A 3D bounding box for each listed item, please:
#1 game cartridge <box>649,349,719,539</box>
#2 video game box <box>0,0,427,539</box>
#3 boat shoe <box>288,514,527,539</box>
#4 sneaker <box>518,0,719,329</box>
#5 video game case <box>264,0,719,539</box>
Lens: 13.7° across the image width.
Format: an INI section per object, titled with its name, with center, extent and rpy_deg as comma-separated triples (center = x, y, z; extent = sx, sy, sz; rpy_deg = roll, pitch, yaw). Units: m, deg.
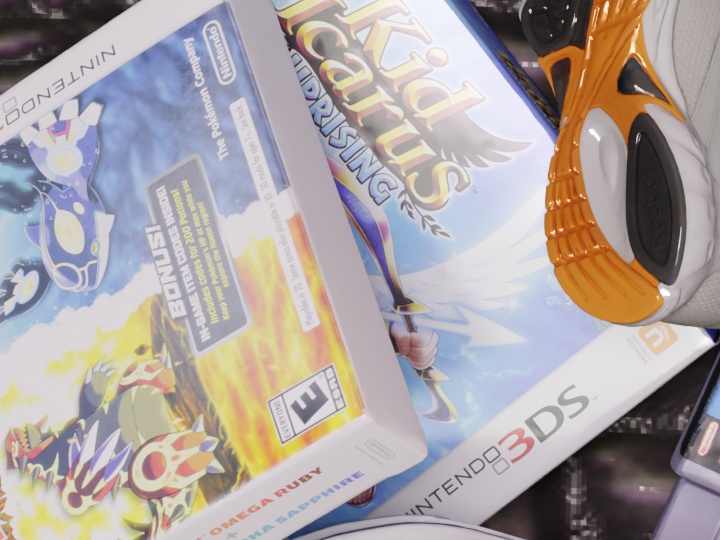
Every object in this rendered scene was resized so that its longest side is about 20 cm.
[game cartridge]
center = 0.196, 0.035, 1.068
extent = 0.129, 0.038, 0.201
rpy_deg = 23, 100, 1
[video game box]
center = -0.087, 0.019, 1.015
extent = 0.182, 0.047, 0.201
rpy_deg = -33, 54, 19
[boat shoe]
center = 0.046, 0.119, 0.985
extent = 0.199, 0.067, 0.074
rpy_deg = -1, 91, 10
[sneaker]
center = 0.108, -0.072, 1.051
extent = 0.075, 0.092, 0.201
rpy_deg = -13, 70, 41
[video game case]
center = 0.000, 0.000, 1.088
extent = 0.181, 0.045, 0.200
rpy_deg = -38, 90, 11
